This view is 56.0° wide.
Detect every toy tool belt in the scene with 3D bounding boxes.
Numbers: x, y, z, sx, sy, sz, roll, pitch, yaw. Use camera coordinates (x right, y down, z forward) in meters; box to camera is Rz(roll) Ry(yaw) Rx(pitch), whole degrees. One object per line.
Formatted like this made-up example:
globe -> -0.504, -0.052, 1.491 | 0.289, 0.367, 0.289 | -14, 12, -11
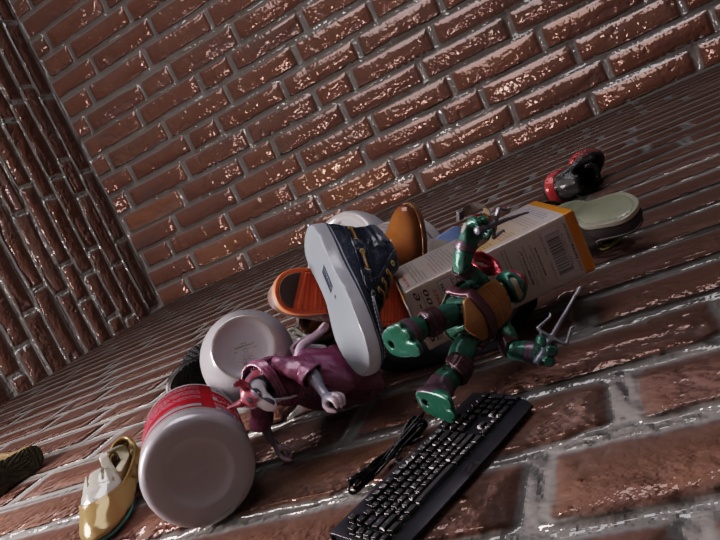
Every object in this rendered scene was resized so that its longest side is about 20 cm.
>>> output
toy tool belt -> 0.162, -0.008, 0.994 | 0.199, 0.126, 0.122 | -34, 43, -30

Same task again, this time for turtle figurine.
turtle figurine -> 0.116, 0.039, 0.632 | 0.199, 0.150, 0.101 | -37, -8, -29

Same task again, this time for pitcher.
pitcher -> -0.123, 0.118, 0.908 | 0.170, 0.122, 0.200 | -19, -18, -10

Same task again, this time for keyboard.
keyboard -> 0.048, 0.159, 0.566 | 0.199, 0.021, 0.126 | -32, 11, -40

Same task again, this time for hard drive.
hard drive -> 0.114, 0.069, 0.831 | 0.199, 0.043, 0.135 | -19, 11, 36

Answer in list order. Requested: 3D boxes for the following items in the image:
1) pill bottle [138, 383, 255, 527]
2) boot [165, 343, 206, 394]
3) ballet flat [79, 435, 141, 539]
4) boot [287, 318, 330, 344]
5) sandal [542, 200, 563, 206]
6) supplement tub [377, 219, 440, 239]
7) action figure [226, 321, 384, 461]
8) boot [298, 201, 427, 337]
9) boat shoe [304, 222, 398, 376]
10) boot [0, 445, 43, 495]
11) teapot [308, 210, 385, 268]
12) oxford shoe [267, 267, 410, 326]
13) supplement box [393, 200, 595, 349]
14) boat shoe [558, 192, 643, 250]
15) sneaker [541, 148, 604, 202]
pill bottle -> -0.180, 0.187, 0.734 | 0.111, 0.113, 0.200 | -27, 9, -13
boot -> -0.282, 0.180, 1.167 | 0.157, 0.080, 0.210 | -10, 6, 37
ballet flat -> -0.309, 0.261, 0.830 | 0.068, 0.064, 0.200 | -26, 9, -4
boot -> -0.111, 0.109, 1.180 | 0.130, 0.068, 0.200 | -35, 10, -20
sandal -> 0.323, -0.090, 1.130 | 0.079, 0.058, 0.200 | -30, 10, -31
supplement tub -> 0.034, 0.009, 1.076 | 0.199, 0.146, 0.144 | -31, 10, -35
action figure -> -0.065, 0.110, 0.723 | 0.134, 0.150, 0.199 | -39, -27, 27
boot -> 0.000, 0.000, 0.913 | 0.154, 0.202, 0.077 | 4, 22, -31
boat shoe -> 0.009, 0.020, 0.746 | 0.090, 0.201, 0.071 | -5, -39, -23
boot -> -0.696, 0.382, 1.232 | 0.199, 0.067, 0.175 | -19, -1, 34
teapot -> 0.005, -0.009, 1.272 | 0.145, 0.199, 0.200 | 18, 15, -47
oxford shoe -> -0.017, 0.033, 0.837 | 0.198, 0.072, 0.073 | 9, -15, -19
supplement box -> 0.142, 0.000, 0.766 | 0.198, 0.074, 0.126 | -26, 11, 2
boat shoe -> 0.327, -0.062, 0.938 | 0.072, 0.061, 0.201 | -39, 11, -9
sneaker -> 0.450, -0.196, 1.355 | 0.200, 0.071, 0.098 | -34, 12, -36
